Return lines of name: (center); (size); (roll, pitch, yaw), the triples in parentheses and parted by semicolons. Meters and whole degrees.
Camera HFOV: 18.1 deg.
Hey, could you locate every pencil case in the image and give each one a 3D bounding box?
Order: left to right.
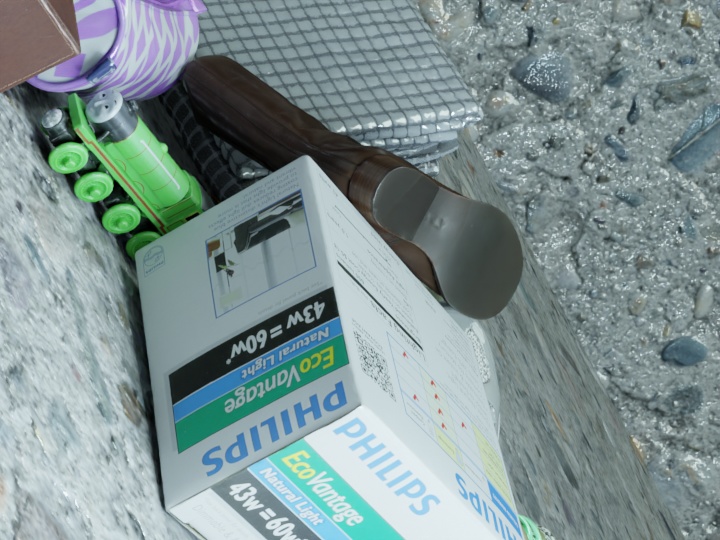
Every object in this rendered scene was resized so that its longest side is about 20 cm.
pencil case: (-0.151, -0.145, 1.329); (0.084, 0.086, 0.200); (45, 7, 3)

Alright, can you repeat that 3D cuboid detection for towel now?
towel: (-0.039, -0.128, 1.568); (0.166, 0.200, 0.086); (59, -35, 30)

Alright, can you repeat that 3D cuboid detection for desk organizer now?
desk organizer: (-0.203, -0.184, 1.204); (0.077, 0.072, 0.200); (58, 11, -41)

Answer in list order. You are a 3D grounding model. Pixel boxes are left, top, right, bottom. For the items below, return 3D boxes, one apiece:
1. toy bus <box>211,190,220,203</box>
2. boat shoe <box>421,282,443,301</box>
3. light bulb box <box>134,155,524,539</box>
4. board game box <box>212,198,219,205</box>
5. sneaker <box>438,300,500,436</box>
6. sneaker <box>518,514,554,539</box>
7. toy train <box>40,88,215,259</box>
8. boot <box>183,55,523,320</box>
toy bus: (-0.023, -0.006, 1.641); (0.200, 0.078, 0.065); (57, 34, -34)
boat shoe: (0.000, 0.000, 1.462); (0.200, 0.072, 0.068); (9, 39, -35)
light bulb box: (-0.015, 0.082, 1.266); (0.198, 0.125, 0.200); (47, 21, -39)
board game box: (-0.076, 0.038, 1.437); (0.200, 0.023, 0.105); (67, 9, 20)
sneaker: (0.058, 0.111, 1.393); (0.082, 0.075, 0.201); (120, -27, -67)
sneaker: (0.098, 0.183, 1.573); (0.200, 0.088, 0.077); (178, -88, -77)
toy train: (-0.118, -0.037, 1.311); (0.200, 0.056, 0.042); (54, 14, -48)
boot: (-0.008, -0.056, 1.414); (0.200, 0.064, 0.186); (29, -9, 40)
